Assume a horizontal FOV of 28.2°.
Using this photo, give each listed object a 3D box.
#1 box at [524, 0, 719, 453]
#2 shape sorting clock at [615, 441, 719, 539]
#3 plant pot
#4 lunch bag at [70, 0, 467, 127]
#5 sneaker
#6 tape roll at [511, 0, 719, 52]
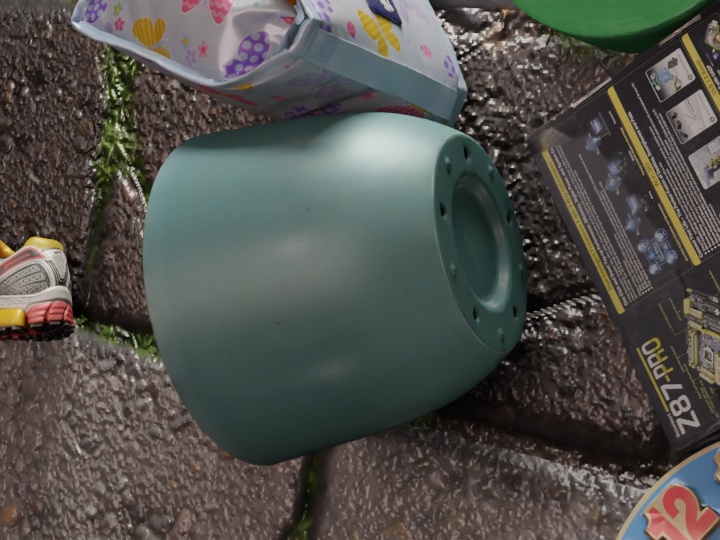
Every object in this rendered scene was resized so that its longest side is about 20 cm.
[{"bbox_3d":[0.195,-0.027,0.753,0.161,0.049,0.201,-35,66,28],"label":"box"},{"bbox_3d":[0.211,0.174,0.697,0.199,0.039,0.201,-13,64,27],"label":"shape sorting clock"},{"bbox_3d":[0.000,0.000,0.820,0.160,0.200,0.202,-13,77,26],"label":"plant pot"},{"bbox_3d":[-0.045,-0.153,0.879,0.200,0.169,0.128,30,101,39],"label":"lunch bag"},{"bbox_3d":[-0.304,0.016,1.134,0.199,0.078,0.083,-5,78,28],"label":"sneaker"},{"bbox_3d":[0.157,-0.225,0.802,0.200,0.048,0.202,-4,83,38],"label":"tape roll"}]
